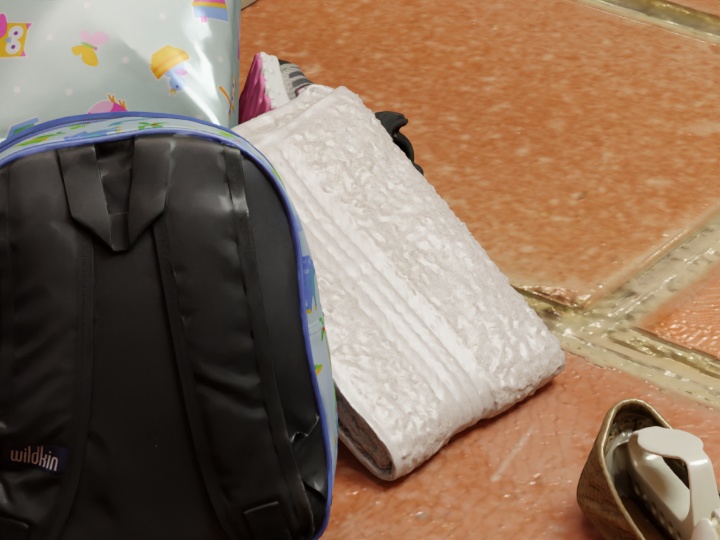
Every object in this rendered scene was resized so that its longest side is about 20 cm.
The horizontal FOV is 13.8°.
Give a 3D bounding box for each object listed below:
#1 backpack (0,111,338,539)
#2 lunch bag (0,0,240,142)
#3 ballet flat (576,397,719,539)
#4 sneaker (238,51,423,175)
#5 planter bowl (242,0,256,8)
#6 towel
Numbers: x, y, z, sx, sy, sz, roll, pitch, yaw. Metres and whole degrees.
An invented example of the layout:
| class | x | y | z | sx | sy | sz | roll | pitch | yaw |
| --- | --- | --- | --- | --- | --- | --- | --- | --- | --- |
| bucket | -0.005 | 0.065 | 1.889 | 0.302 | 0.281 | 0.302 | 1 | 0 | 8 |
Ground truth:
| class | x | y | z | sx | sy | sz | roll | pitch | yaw |
| --- | --- | --- | --- | --- | --- | --- | --- | --- | --- |
| backpack | -0.105 | 0.029 | 1.358 | 0.182 | 0.201 | 0.147 | -5 | 11 | -2 |
| lunch bag | -0.166 | -0.112 | 1.618 | 0.199 | 0.122 | 0.171 | -1 | 66 | 0 |
| ballet flat | 0.153 | 0.119 | 1.315 | 0.067 | 0.073 | 0.200 | -11 | 32 | -16 |
| sneaker | -0.018 | -0.064 | 1.636 | 0.087 | 0.074 | 0.200 | 12 | 14 | -18 |
| planter bowl | -0.150 | -0.254 | 1.896 | 0.199 | 0.136 | 0.201 | -2 | 30 | 1 |
| towel | 0.000 | 0.000 | 1.477 | 0.132 | 0.035 | 0.200 | -29 | 71 | -35 |
